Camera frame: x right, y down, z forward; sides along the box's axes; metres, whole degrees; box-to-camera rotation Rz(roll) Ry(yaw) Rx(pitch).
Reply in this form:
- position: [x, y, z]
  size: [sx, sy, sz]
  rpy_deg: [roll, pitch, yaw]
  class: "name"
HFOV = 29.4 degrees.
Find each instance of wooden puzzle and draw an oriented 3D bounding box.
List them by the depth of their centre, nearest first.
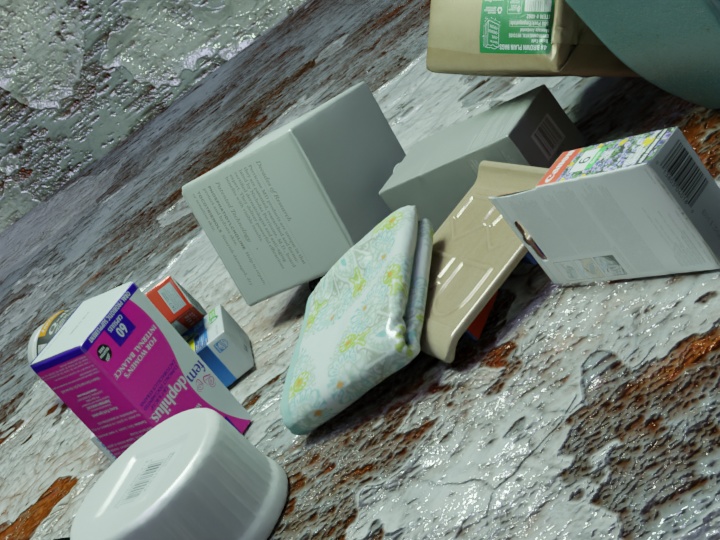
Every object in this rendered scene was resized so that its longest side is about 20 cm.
- position: [0.110, -0.007, 1.304]
  size: [0.201, 0.046, 0.185]
  rpy_deg: [-56, 20, -6]
  class: "wooden puzzle"

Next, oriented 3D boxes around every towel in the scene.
- position: [-0.002, 0.047, 1.331]
  size: [0.171, 0.048, 0.201]
  rpy_deg: [-41, 26, 37]
  class: "towel"

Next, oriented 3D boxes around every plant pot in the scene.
- position: [0.329, -0.258, 1.231]
  size: [0.196, 0.200, 0.195]
  rpy_deg: [-45, 20, -17]
  class: "plant pot"

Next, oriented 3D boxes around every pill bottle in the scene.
- position: [-0.381, 0.106, 1.896]
  size: [0.199, 0.117, 0.117]
  rpy_deg: [-12, 33, 54]
  class: "pill bottle"

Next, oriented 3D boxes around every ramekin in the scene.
- position: [-0.172, 0.221, 1.263]
  size: [0.200, 0.098, 0.201]
  rpy_deg: [-35, 19, 14]
  class: "ramekin"

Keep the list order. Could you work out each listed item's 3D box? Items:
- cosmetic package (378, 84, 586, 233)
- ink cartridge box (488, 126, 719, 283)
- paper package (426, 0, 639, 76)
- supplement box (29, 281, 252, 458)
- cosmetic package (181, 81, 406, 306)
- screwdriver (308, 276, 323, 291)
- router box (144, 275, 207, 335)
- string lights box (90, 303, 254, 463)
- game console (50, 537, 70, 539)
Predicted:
- position: [0.127, -0.110, 1.465]
  size: [0.199, 0.090, 0.107]
  rpy_deg: [-23, 23, 47]
  class: "cosmetic package"
- position: [0.206, -0.048, 1.128]
  size: [0.050, 0.109, 0.199]
  rpy_deg: [-49, 20, -26]
  class: "ink cartridge box"
- position: [0.198, -0.253, 1.419]
  size: [0.190, 0.104, 0.199]
  rpy_deg: [-6, 11, -38]
  class: "paper package"
- position: [-0.224, 0.126, 1.417]
  size: [0.103, 0.200, 0.101]
  rpy_deg: [-19, 27, 43]
  class: "supplement box"
- position: [-0.063, -0.088, 1.605]
  size: [0.199, 0.167, 0.167]
  rpy_deg: [-22, 11, 41]
  class: "cosmetic package"
- position: [0.000, 0.000, 1.532]
  size: [0.028, 0.029, 0.200]
  rpy_deg: [-51, 16, -30]
  class: "screwdriver"
- position: [-0.270, 0.094, 1.666]
  size: [0.179, 0.049, 0.200]
  rpy_deg: [-38, -10, -4]
  class: "router box"
- position: [-0.221, 0.136, 1.606]
  size: [0.200, 0.059, 0.103]
  rpy_deg: [-39, 18, 3]
  class: "string lights box"
- position: [-0.386, 0.383, 1.428]
  size: [0.200, 0.116, 0.177]
  rpy_deg: [-94, 26, -68]
  class: "game console"
